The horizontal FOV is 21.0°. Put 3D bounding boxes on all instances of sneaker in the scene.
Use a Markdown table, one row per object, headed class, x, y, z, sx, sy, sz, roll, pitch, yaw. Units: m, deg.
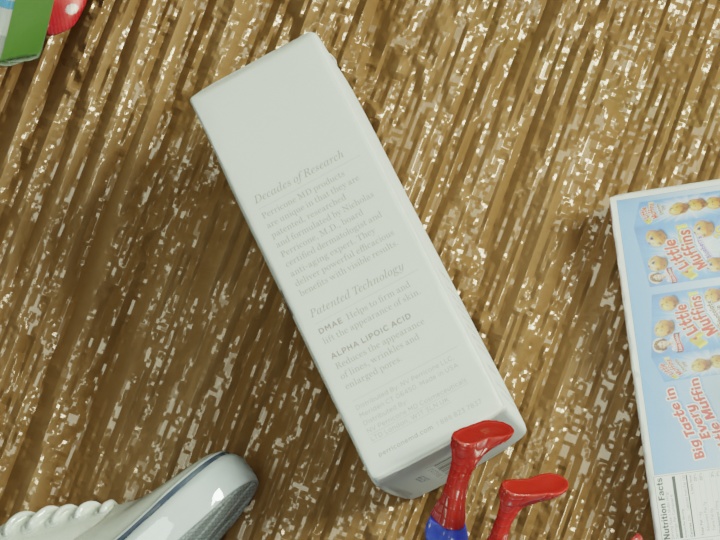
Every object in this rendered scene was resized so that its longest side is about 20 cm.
| class | x | y | z | sx | sy | sz | roll | pitch | yaw |
| --- | --- | --- | --- | --- | --- | --- | --- | --- | --- |
| sneaker | -0.141 | 0.141 | 0.928 | 0.200 | 0.073 | 0.071 | -38 | 76 | 2 |

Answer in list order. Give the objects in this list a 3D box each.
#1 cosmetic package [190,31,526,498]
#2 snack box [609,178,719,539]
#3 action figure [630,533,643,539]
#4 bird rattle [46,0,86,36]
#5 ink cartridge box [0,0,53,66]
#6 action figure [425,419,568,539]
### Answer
| class | x | y | z | sx | sy | sz | roll | pitch | yaw |
| --- | --- | --- | --- | --- | --- | --- | --- | --- | --- |
| cosmetic package | 0.000 | 0.000 | 0.911 | 0.074 | 0.102 | 0.201 | -29 | 74 | 3 |
| snack box | 0.164 | 0.058 | 0.905 | 0.072 | 0.024 | 0.201 | -8 | 78 | 11 |
| action figure | 0.175 | 0.191 | 0.796 | 0.200 | 0.099 | 0.065 | 37 | 89 | 14 |
| bird rattle | -0.224 | -0.190 | 1.013 | 0.163 | 0.113 | 0.200 | -40 | 88 | 14 |
| ink cartridge box | -0.184 | -0.208 | 0.915 | 0.103 | 0.059 | 0.201 | 18 | 103 | 9 |
| action figure | 0.044 | 0.165 | 0.860 | 0.065 | 0.052 | 0.201 | 40 | 125 | 40 |
